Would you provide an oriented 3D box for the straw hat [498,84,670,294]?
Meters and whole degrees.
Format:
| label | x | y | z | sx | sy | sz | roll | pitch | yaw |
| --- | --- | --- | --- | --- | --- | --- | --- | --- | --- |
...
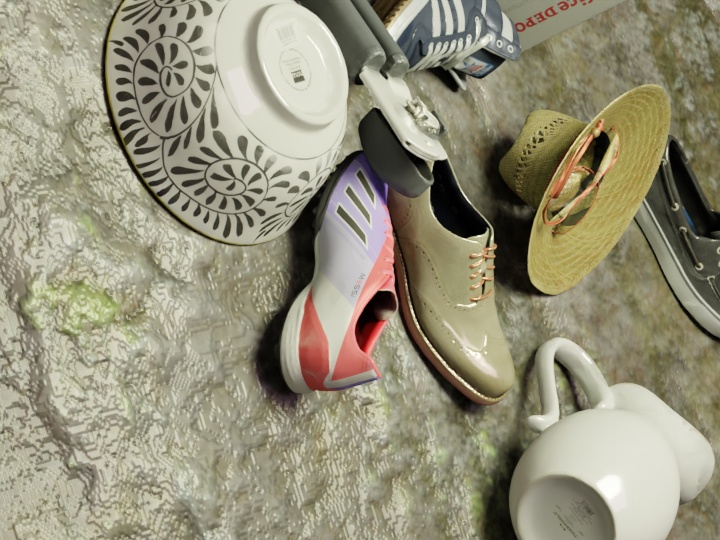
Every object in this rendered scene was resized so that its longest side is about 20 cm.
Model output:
| label | x | y | z | sx | sy | sz | roll | pitch | yaw |
| --- | --- | --- | --- | --- | --- | --- | --- | --- | --- |
| straw hat | 0.159 | -0.084 | 1.759 | 0.085 | 0.202 | 0.201 | 31 | 32 | 25 |

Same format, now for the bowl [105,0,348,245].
| label | x | y | z | sx | sy | sz | roll | pitch | yaw |
| --- | --- | --- | --- | --- | --- | --- | --- | --- | --- |
| bowl | -0.070 | -0.127 | 1.519 | 0.200 | 0.094 | 0.202 | 24 | 56 | -41 |

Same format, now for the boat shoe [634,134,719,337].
| label | x | y | z | sx | sy | sz | roll | pitch | yaw |
| --- | --- | --- | --- | --- | --- | --- | --- | --- | --- |
| boat shoe | 0.295 | -0.032 | 1.909 | 0.201 | 0.066 | 0.070 | 59 | 40 | -10 |

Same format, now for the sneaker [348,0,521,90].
| label | x | y | z | sx | sy | sz | roll | pitch | yaw |
| --- | --- | --- | --- | --- | --- | --- | --- | --- | --- |
| sneaker | 0.058 | -0.173 | 1.703 | 0.109 | 0.070 | 0.200 | 52 | 39 | -15 |

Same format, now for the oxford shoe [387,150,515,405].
| label | x | y | z | sx | sy | sz | roll | pitch | yaw |
| --- | --- | --- | --- | --- | --- | --- | --- | --- | --- |
| oxford shoe | 0.070 | 0.005 | 1.632 | 0.071 | 0.074 | 0.201 | -35 | 100 | -50 |

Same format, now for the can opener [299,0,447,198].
| label | x | y | z | sx | sy | sz | roll | pitch | yaw |
| --- | --- | --- | --- | --- | --- | --- | --- | --- | --- |
| can opener | 0.000 | -0.144 | 1.579 | 0.052 | 0.066 | 0.201 | 14 | 41 | -52 |

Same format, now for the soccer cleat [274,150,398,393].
| label | x | y | z | sx | sy | sz | roll | pitch | yaw |
| --- | --- | --- | --- | --- | --- | --- | --- | --- | --- |
| soccer cleat | 0.000 | 0.000 | 1.543 | 0.068 | 0.073 | 0.201 | 63 | 34 | -45 |

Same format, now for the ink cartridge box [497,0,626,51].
| label | x | y | z | sx | sy | sz | roll | pitch | yaw |
| --- | --- | --- | --- | --- | --- | --- | --- | --- | --- |
| ink cartridge box | 0.136 | -0.311 | 1.795 | 0.200 | 0.146 | 0.146 | 49 | 43 | -21 |

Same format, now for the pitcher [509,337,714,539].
| label | x | y | z | sx | sy | sz | roll | pitch | yaw |
| --- | --- | --- | --- | --- | --- | --- | --- | --- | --- |
| pitcher | 0.172 | 0.139 | 1.669 | 0.172 | 0.121 | 0.200 | 47 | 29 | 7 |
